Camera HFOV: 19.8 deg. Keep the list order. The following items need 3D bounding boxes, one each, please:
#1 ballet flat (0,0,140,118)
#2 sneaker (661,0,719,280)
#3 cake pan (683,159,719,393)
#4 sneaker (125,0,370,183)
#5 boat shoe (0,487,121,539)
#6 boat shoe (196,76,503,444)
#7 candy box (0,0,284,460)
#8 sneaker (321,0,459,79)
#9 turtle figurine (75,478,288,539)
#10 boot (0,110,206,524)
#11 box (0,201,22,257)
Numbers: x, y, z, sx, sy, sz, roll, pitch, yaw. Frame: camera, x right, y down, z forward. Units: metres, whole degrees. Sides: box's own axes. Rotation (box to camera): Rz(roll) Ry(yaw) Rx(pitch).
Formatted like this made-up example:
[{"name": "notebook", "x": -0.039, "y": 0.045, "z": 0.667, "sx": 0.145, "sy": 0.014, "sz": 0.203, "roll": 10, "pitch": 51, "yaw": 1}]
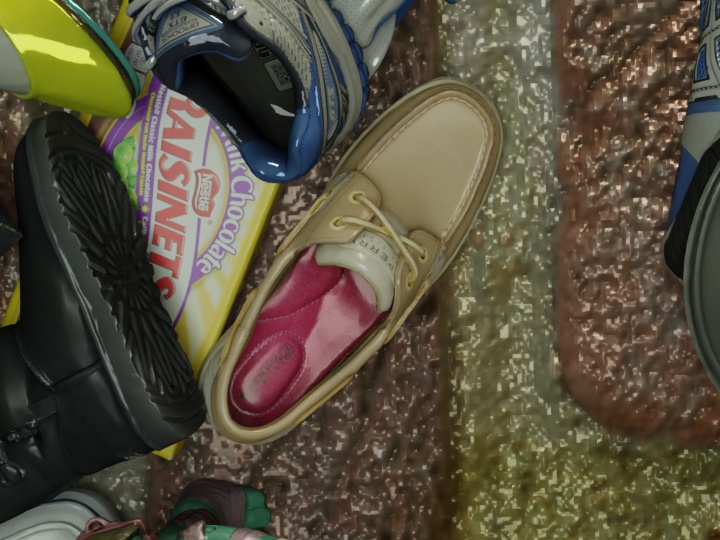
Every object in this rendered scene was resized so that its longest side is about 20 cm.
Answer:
[{"name": "ballet flat", "x": -0.188, "y": -0.127, "z": 0.943, "sx": 0.067, "sy": 0.067, "sz": 0.200, "roll": -40, "pitch": 78, "yaw": -23}, {"name": "sneaker", "x": 0.185, "y": -0.086, "z": 0.926, "sx": 0.075, "sy": 0.077, "sz": 0.201, "roll": 9, "pitch": 115, "yaw": -28}, {"name": "cake pan", "x": 0.242, "y": -0.001, "z": 0.904, "sx": 0.199, "sy": 0.037, "sz": 0.201, "roll": -4, "pitch": 112, "yaw": -9}, {"name": "sneaker", "x": -0.064, "y": -0.122, "z": 0.863, "sx": 0.077, "sy": 0.085, "sz": 0.200, "roll": -24, "pitch": 115, "yaw": 29}, {"name": "boat shoe", "x": -0.196, "y": 0.181, "z": 0.985, "sx": 0.200, "sy": 0.067, "sz": 0.074, "roll": -41, "pitch": 91, "yaw": 8}, {"name": "boat shoe", "x": 0.000, "y": 0.000, "z": 0.938, "sx": 0.074, "sy": 0.069, "sz": 0.200, "roll": 35, "pitch": 91, "yaw": -7}, {"name": "candy box", "x": -0.098, "y": -0.021, "z": 0.976, "sx": 0.102, "sy": 0.026, "sz": 0.201, "roll": 22, "pitch": 98, "yaw": 1}, {"name": "sneaker", "x": -0.049, "y": -0.142, "z": 0.931, "sx": 0.199, "sy": 0.081, "sz": 0.147, "roll": -22, "pitch": 89, "yaw": 2}, {"name": "turtle figurine", "x": -0.092, "y": 0.153, "z": 0.904, "sx": 0.150, "sy": 0.200, "sz": 0.101, "roll": -41, "pitch": 91, "yaw": 8}, {"name": "boot", "x": -0.188, "y": 0.040, "z": 0.956, "sx": 0.199, "sy": 0.066, "sz": 0.166, "roll": -25, "pitch": 78, "yaw": 22}, {"name": "box", "x": -0.265, "y": -0.039, "z": 0.938, "sx": 0.160, "sy": 0.044, "sz": 0.200, "roll": -40, "pitch": 63, "yaw": 8}]
